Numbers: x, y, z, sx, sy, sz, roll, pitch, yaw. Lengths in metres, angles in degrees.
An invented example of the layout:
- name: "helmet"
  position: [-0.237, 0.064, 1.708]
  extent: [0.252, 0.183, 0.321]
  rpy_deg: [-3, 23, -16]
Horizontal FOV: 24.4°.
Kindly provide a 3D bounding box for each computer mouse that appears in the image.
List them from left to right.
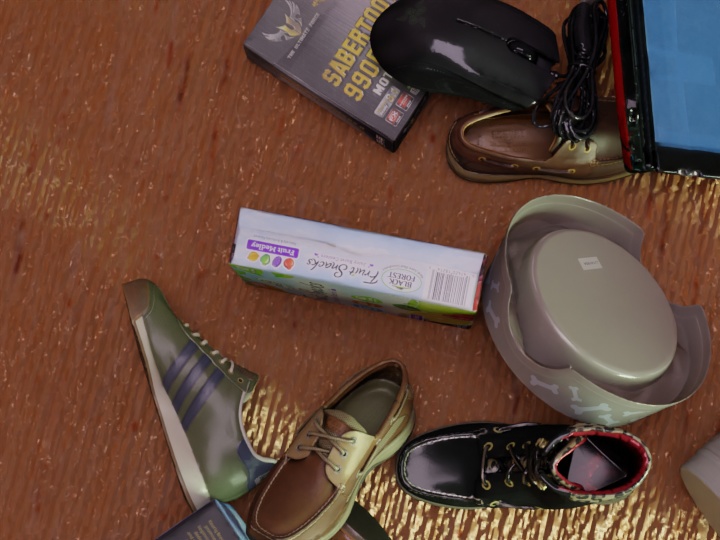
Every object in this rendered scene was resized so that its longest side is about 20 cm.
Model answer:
- name: "computer mouse"
  position: [0.107, -0.190, 1.376]
  extent: [0.198, 0.053, 0.139]
  rpy_deg: [11, 65, 3]

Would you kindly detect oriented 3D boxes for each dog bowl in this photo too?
- name: "dog bowl"
  position: [0.185, 0.036, 1.340]
  extent: [0.199, 0.059, 0.201]
  rpy_deg: [20, 45, -22]

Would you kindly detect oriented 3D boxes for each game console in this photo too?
- name: "game console"
  position: [0.265, -0.188, 1.366]
  extent: [0.118, 0.172, 0.202]
  rpy_deg: [-6, 71, 10]

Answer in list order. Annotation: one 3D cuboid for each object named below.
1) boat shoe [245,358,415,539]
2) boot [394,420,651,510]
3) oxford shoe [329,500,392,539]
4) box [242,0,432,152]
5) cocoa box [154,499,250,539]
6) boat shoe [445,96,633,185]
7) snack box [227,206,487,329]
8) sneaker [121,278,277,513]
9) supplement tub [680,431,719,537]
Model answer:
- name: "boat shoe"
  position: [-0.023, 0.141, 1.327]
  extent: [0.075, 0.074, 0.200]
  rpy_deg: [25, 47, 19]
- name: "boot"
  position: [0.128, 0.151, 1.322]
  extent: [0.202, 0.154, 0.074]
  rpy_deg: [2, 80, 2]
- name: "oxford shoe"
  position: [-0.002, 0.243, 1.357]
  extent: [0.071, 0.071, 0.200]
  rpy_deg: [-46, 76, 12]
- name: "box"
  position: [0.018, -0.228, 1.445]
  extent: [0.158, 0.048, 0.201]
  rpy_deg: [33, 82, 6]
- name: "cocoa box"
  position: [-0.105, 0.299, 1.315]
  extent: [0.131, 0.133, 0.201]
  rpy_deg: [-35, 81, -5]
- name: "boat shoe"
  position: [0.172, -0.112, 1.411]
  extent: [0.198, 0.068, 0.073]
  rpy_deg: [-5, 80, 1]
- name: "snack box"
  position: [0.000, 0.000, 1.359]
  extent: [0.198, 0.142, 0.053]
  rpy_deg: [12, 82, 3]
- name: "sneaker"
  position: [-0.130, 0.095, 1.391]
  extent: [0.089, 0.067, 0.202]
  rpy_deg: [-17, 80, -9]
- name: "supplement tub"
  position: [0.371, 0.147, 1.328]
  extent: [0.200, 0.132, 0.132]
  rpy_deg: [-37, 81, -5]
